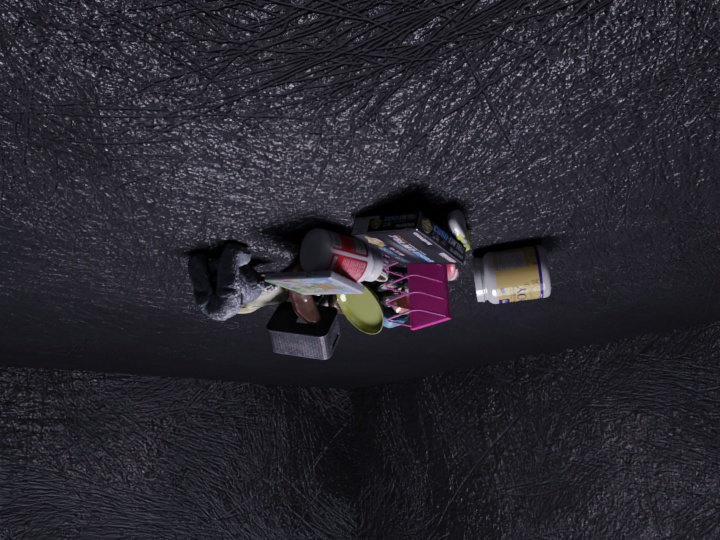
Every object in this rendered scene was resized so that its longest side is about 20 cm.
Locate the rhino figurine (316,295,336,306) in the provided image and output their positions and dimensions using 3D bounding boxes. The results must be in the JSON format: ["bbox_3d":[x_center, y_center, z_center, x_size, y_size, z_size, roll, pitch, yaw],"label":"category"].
[{"bbox_3d":[-0.136,0.126,1.770,0.059,0.088,0.200,31,145,-11],"label":"rhino figurine"}]

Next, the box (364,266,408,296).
[{"bbox_3d":[0.133,0.047,1.674,0.197,0.050,0.161,9,156,-29],"label":"box"}]

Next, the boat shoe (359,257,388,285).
[{"bbox_3d":[-0.002,0.002,1.464,0.200,0.088,0.074,13,155,-40],"label":"boat shoe"}]

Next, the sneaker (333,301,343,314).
[{"bbox_3d":[-0.016,0.121,1.822,0.196,0.072,0.075,5,158,-24],"label":"sneaker"}]

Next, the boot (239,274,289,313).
[{"bbox_3d":[-0.328,0.069,1.617,0.196,0.073,0.155,-12,161,2],"label":"boot"}]

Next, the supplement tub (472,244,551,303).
[{"bbox_3d":[0.419,0.014,1.484,0.196,0.148,0.145,-9,160,13],"label":"supplement tub"}]

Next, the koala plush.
[{"bbox_3d":[-0.330,0.040,1.421,0.174,0.188,0.199,-12,171,24],"label":"koala plush"}]

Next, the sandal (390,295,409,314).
[{"bbox_3d":[0.180,0.084,1.600,0.210,0.078,0.070,-2,141,-49],"label":"sandal"}]

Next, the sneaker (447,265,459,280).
[{"bbox_3d":[0.212,0.012,1.522,0.085,0.075,0.200,-14,165,-21],"label":"sneaker"}]

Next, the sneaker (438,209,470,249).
[{"bbox_3d":[0.206,-0.084,1.279,0.103,0.077,0.200,-9,161,16],"label":"sneaker"}]

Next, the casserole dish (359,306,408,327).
[{"bbox_3d":[0.065,0.131,1.735,0.198,0.039,0.120,31,-157,31],"label":"casserole dish"}]

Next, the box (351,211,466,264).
[{"bbox_3d":[0.112,-0.070,1.233,0.196,0.051,0.199,3,162,44],"label":"box"}]

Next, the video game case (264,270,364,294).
[{"bbox_3d":[-0.109,0.033,1.313,0.179,0.023,0.200,-2,167,23],"label":"video game case"}]

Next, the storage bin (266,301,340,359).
[{"bbox_3d":[-0.170,0.180,1.617,0.196,0.136,0.095,5,127,16],"label":"storage bin"}]

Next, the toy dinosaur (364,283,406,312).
[{"bbox_3d":[0.094,0.090,1.657,0.087,0.048,0.198,23,147,-37],"label":"toy dinosaur"}]

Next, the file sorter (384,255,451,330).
[{"bbox_3d":[0.144,0.037,1.425,0.124,0.204,0.138,16,153,-37],"label":"file sorter"}]

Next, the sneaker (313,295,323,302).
[{"bbox_3d":[-0.150,0.069,1.633,0.073,0.084,0.200,0,160,-9],"label":"sneaker"}]

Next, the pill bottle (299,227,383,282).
[{"bbox_3d":[-0.043,-0.031,1.325,0.198,0.114,0.112,13,155,-38],"label":"pill bottle"}]

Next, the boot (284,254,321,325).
[{"bbox_3d":[-0.139,0.054,1.485,0.064,0.187,0.200,-38,-178,-34],"label":"boot"}]

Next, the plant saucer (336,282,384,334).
[{"bbox_3d":[0.005,0.107,1.669,0.031,0.202,0.199,-35,-178,-36],"label":"plant saucer"}]
